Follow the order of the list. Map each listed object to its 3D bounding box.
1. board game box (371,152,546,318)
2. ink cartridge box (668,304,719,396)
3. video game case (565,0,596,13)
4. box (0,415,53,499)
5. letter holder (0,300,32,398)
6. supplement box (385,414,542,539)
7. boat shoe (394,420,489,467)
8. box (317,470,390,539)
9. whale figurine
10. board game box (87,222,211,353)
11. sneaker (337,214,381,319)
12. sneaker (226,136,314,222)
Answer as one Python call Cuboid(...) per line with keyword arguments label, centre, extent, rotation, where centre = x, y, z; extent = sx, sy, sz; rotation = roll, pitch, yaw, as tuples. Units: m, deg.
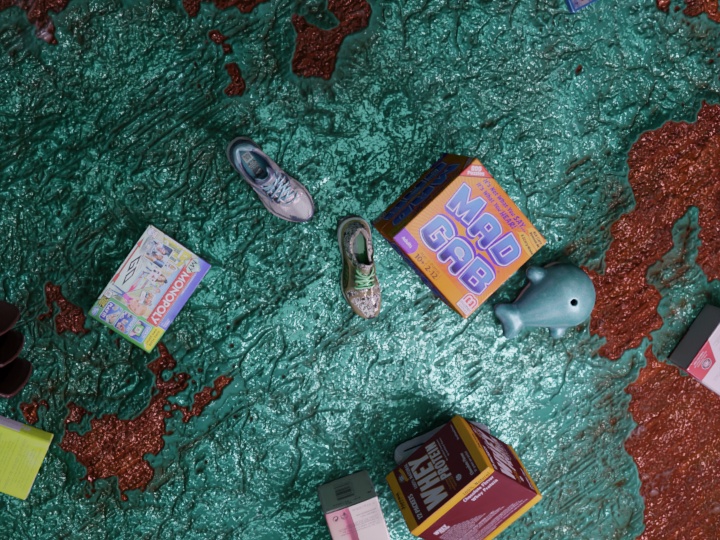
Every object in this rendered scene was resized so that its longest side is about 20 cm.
Cuboid(label="board game box", centre=(0.172, -0.070, 1.582), extent=(0.200, 0.200, 0.200), rotation=(-43, 104, 0))
Cuboid(label="ink cartridge box", centre=(0.767, 0.187, 1.800), extent=(0.200, 0.083, 0.147), rotation=(34, 93, -14))
Cuboid(label="video game case", centre=(0.456, -0.594, 1.631), extent=(0.199, 0.018, 0.144), rotation=(-28, 105, -5))
Cuboid(label="box", centre=(-0.678, 0.323, 1.576), extent=(0.199, 0.048, 0.122), rotation=(24, 95, -14))
Cuboid(label="letter holder", centre=(-0.619, 0.126, 1.471), extent=(0.142, 0.200, 0.101), rotation=(22, 96, -14))
Cuboid(label="supplement box", centre=(0.196, 0.413, 1.654), extent=(0.197, 0.133, 0.200), rotation=(-44, 132, 14))
Cuboid(label="boat shoe", centre=(0.163, 0.358, 1.736), extent=(0.199, 0.072, 0.071), rotation=(-14, 124, -7))
Cuboid(label="box", centre=(-0.001, 0.516, 1.697), extent=(0.108, 0.128, 0.201), rotation=(-17, 103, -6))
Cuboid(label="whale figurine", centre=(0.364, 0.066, 1.692), extent=(0.199, 0.104, 0.160), rotation=(-23, 104, -5))
Cuboid(label="board game box", centre=(-0.384, 0.032, 1.586), extent=(0.134, 0.029, 0.200), rotation=(35, 93, -14))
Cuboid(label="sneaker", centre=(0.000, 0.000, 1.620), extent=(0.077, 0.089, 0.201), rotation=(-14, 103, -8))
Cuboid(label="sneaker", centre=(-0.163, -0.155, 1.562), extent=(0.200, 0.086, 0.078), rotation=(42, 92, -14))
